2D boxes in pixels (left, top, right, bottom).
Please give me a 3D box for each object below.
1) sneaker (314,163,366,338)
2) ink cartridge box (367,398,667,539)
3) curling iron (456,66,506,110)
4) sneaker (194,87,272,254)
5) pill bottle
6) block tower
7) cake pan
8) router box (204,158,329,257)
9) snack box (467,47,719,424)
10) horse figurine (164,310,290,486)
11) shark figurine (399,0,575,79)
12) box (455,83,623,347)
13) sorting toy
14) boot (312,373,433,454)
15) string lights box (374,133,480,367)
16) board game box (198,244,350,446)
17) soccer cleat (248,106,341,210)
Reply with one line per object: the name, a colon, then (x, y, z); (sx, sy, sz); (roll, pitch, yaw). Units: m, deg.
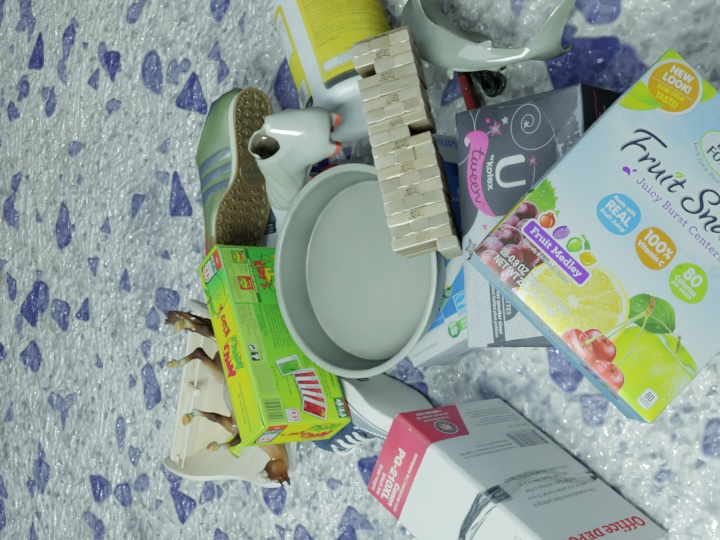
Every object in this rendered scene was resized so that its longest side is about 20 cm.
sneaker: (-0.011, -0.020, 0.986); (0.201, 0.077, 0.085); (67, 152, 22)
ink cartridge box: (0.127, 0.200, 0.804); (0.200, 0.144, 0.085); (38, 116, 40)
curling iron: (0.126, -0.114, 0.898); (0.049, 0.025, 0.201); (-20, 75, 47)
sneaker: (-0.149, -0.104, 1.088); (0.090, 0.067, 0.202); (14, 99, 52)
pill bottle: (-0.026, -0.244, 0.997); (0.112, 0.112, 0.201); (-35, 65, 39)
block tower: (0.039, -0.107, 0.830); (0.057, 0.054, 0.201); (-15, 81, 13)
cake pan: (0.000, 0.000, 0.919); (0.199, 0.037, 0.202); (1, 91, 39)
router box: (-0.111, -0.055, 1.123); (0.179, 0.049, 0.202); (-7, 84, 45)
snack box: (0.203, -0.023, 0.680); (0.169, 0.068, 0.200); (44, 87, 4)
horse figurine: (-0.134, 0.121, 0.983); (0.050, 0.132, 0.201); (-36, 61, 25)
shark figurine: (0.082, -0.222, 0.865); (0.214, 0.128, 0.090); (32, 153, 46)
box: (0.162, -0.038, 0.797); (0.132, 0.114, 0.202); (-6, 85, 45)
sorting toy: (-0.125, 0.152, 1.079); (0.180, 0.106, 0.201); (21, 104, 50)
boot: (0.003, 0.155, 0.997); (0.200, 0.072, 0.091); (28, 116, 51)
string lights box: (0.072, -0.020, 0.927); (0.103, 0.059, 0.201); (-35, 65, 40)
board game box: (-0.089, 0.072, 0.976); (0.048, 0.101, 0.201); (-44, 55, 43)
soccer cleat: (-0.077, -0.113, 0.959); (0.200, 0.077, 0.070); (137, 134, -68)
